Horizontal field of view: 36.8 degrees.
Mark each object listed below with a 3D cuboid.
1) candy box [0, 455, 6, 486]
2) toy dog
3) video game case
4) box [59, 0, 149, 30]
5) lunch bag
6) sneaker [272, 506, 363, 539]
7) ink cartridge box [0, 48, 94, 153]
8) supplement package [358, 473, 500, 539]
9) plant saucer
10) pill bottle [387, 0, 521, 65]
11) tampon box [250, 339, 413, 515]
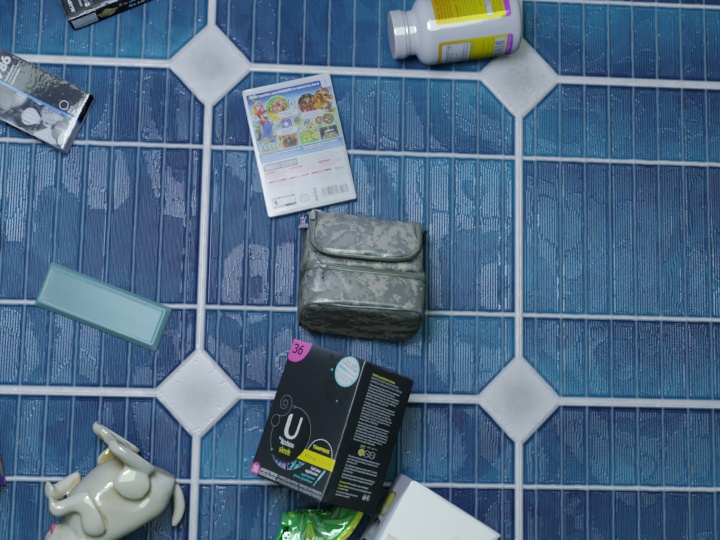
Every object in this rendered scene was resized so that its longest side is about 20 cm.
[{"bbox_3d":[-0.629,0.249,1.558,0.196,0.077,0.172,-12,83,-4],"label":"candy box"},{"bbox_3d":[-0.369,0.349,1.548,0.194,0.139,0.201,42,78,-35],"label":"toy dog"},{"bbox_3d":[-0.095,-0.194,1.677,0.140,0.018,0.204,-12,84,-5],"label":"video game case"},{"bbox_3d":[-0.413,-0.498,1.679,0.157,0.046,0.203,-23,85,-6],"label":"box"},{"bbox_3d":[0.000,0.000,1.606,0.196,0.140,0.171,5,66,-4],"label":"lunch bag"},{"bbox_3d":[-0.076,0.380,1.579,0.198,0.074,0.084,-34,90,-7],"label":"sneaker"},{"bbox_3d":[-0.516,-0.266,1.648,0.197,0.039,0.101,25,83,0],"label":"ink cartridge box"},{"bbox_3d":[0.075,0.408,1.522,0.146,0.200,0.193,32,81,1],"label":"supplement package"},{"bbox_3d":[-0.388,0.053,1.627,0.197,0.019,0.071,21,82,0],"label":"plant saucer"},{"bbox_3d":[0.144,-0.376,1.672,0.196,0.104,0.106,-8,83,-5],"label":"pill bottle"},{"bbox_3d":[-0.040,0.221,1.544,0.148,0.126,0.204,11,80,41],"label":"tampon box"}]
